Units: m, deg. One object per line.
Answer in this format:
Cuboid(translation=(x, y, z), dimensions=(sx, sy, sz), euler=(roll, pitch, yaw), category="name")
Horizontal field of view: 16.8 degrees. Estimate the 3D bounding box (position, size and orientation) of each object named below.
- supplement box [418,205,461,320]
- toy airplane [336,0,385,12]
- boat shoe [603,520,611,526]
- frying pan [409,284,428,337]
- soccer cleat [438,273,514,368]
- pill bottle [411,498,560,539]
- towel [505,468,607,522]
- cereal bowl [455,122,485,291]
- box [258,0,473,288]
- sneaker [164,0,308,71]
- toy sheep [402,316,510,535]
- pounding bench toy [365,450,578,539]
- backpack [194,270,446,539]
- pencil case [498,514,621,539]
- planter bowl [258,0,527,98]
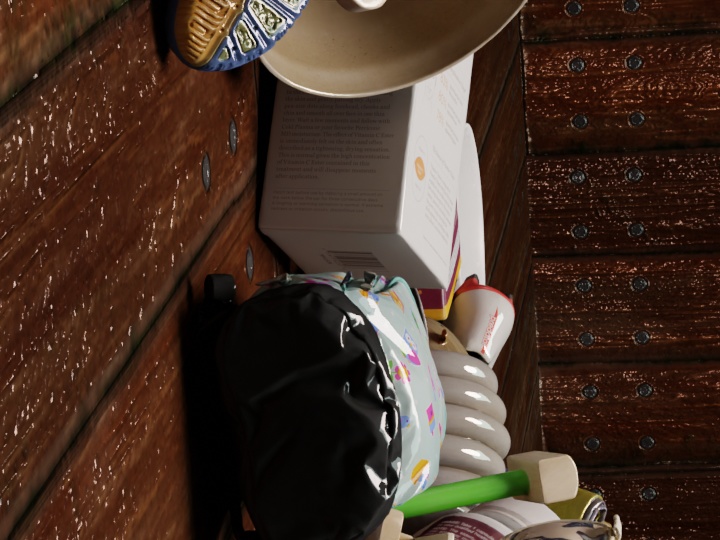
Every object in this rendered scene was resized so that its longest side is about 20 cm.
Cuboid(translation=(0.023, -0.075, 1.825), dimensions=(0.111, 0.085, 0.202), euler=(-72, 159, -65), category="supplement box")
Cuboid(translation=(-0.059, -0.229, 1.194), dimensions=(0.141, 0.198, 0.202), euler=(18, -73, 53), category="toy airplane")
Cuboid(translation=(0.093, 0.222, 1.859), dimensions=(0.073, 0.199, 0.065), euler=(34, 53, -61), category="boat shoe")
Cuboid(translation=(0.008, 0.002, 1.653), dimensions=(0.115, 0.031, 0.192), euler=(7, -74, 63), category="frying pan")
Cuboid(translation=(0.056, 0.085, 1.893), dimensions=(0.200, 0.068, 0.086), euler=(-51, -165, 44), category="soccer cleat")
Cuboid(translation=(0.056, 0.231, 1.624), dimensions=(0.200, 0.114, 0.115), euler=(-29, 121, -46), category="pill bottle")
Cuboid(translation=(0.083, 0.209, 1.782), dimensions=(0.023, 0.199, 0.145), euler=(31, 78, -43), category="towel")
Cuboid(translation=(0.054, -0.023, 2.030), dimensions=(0.200, 0.083, 0.202), euler=(-2, 90, -82), category="cereal bowl")
Cuboid(translation=(0.008, -0.102, 1.588), dimensions=(0.124, 0.097, 0.202), euler=(47, 48, -66), category="box")
Cuboid(translation=(-0.064, -0.197, 1.325), dimensions=(0.075, 0.088, 0.201), euler=(39, 68, -41), category="sneaker")
Cuboid(translation=(0.043, 0.129, 1.758), dimensions=(0.138, 0.137, 0.202), euler=(64, 25, -69), category="toy sheep")
Cuboid(translation=(0.036, 0.184, 1.458), dimensions=(0.124, 0.155, 0.201), euler=(-20, -127, 64), category="pounding bench toy")
Cuboid(translation=(-0.017, 0.074, 1.398), dimensions=(0.200, 0.125, 0.168), euler=(-46, 131, -82), category="backpack")
Cuboid(translation=(0.133, 0.258, 1.561), dimensions=(0.078, 0.089, 0.202), euler=(-136, -136, -83), category="pencil case")
Cuboid(translation=(0.000, -0.221, 1.457), dimensions=(0.201, 0.199, 0.135), euler=(76, -13, -54), category="planter bowl")
